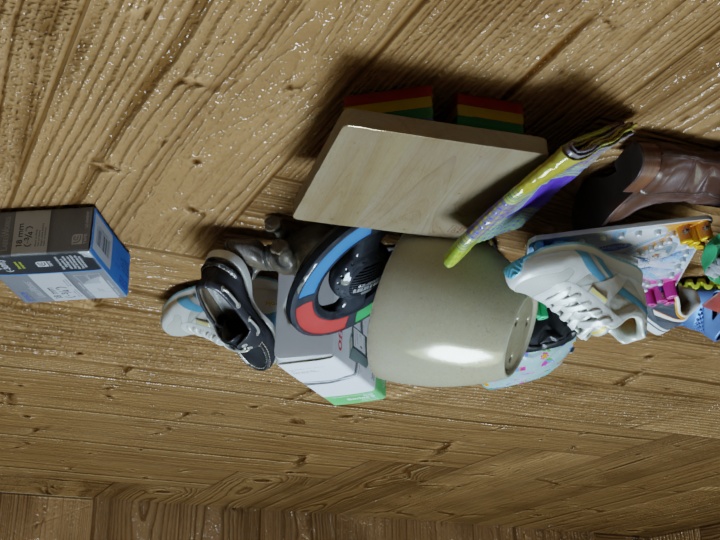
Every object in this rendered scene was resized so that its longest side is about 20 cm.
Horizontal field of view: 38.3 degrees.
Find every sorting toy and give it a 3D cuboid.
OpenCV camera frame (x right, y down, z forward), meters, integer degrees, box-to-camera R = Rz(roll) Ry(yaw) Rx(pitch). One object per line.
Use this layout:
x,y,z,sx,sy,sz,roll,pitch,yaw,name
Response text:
0.051,-0.111,1.023,0.197,0.070,0.200,6,157,-16,sorting toy

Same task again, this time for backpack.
0.214,0.086,1.430,0.165,0.128,0.200,-2,161,-6,backpack

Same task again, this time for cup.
0.115,0.050,1.164,0.142,0.201,0.200,19,165,23,cup

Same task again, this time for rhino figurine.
-0.082,-0.025,1.240,0.198,0.060,0.087,-8,154,20,rhino figurine

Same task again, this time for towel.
0.176,-0.078,1.031,0.143,0.023,0.200,-27,168,-49,towel

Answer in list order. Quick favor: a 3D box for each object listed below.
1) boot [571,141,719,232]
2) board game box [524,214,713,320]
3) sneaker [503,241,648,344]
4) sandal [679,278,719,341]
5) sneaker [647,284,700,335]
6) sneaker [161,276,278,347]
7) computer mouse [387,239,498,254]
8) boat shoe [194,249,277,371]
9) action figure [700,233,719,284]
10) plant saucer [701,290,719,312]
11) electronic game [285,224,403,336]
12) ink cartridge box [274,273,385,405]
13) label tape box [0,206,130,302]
0.352,-0.078,1.132,0.198,0.065,0.186,1,160,-16,boot
0.284,0.004,1.190,0.198,0.026,0.200,-7,155,0,board game box
0.235,0.025,1.094,0.199,0.081,0.076,13,151,-34,sneaker
0.480,0.056,1.420,0.199,0.088,0.079,-12,157,30,sandal
0.354,0.016,1.330,0.199,0.079,0.079,23,137,-33,sneaker
-0.194,0.066,1.410,0.199,0.081,0.076,-14,155,31,sneaker
0.080,-0.002,1.320,0.198,0.044,0.110,-7,158,14,computer mouse
-0.152,0.064,1.282,0.073,0.061,0.201,6,137,18,boat shoe
0.406,-0.037,1.080,0.118,0.055,0.200,-34,162,-18,action figure
0.518,-0.018,1.190,0.199,0.037,0.200,-24,163,-18,plant saucer
0.000,0.000,1.183,0.199,0.042,0.201,-31,152,-19,electronic game
-0.035,0.082,1.383,0.083,0.147,0.200,-8,157,18,ink cartridge box
-0.395,-0.015,1.248,0.198,0.064,0.144,-3,157,5,label tape box
